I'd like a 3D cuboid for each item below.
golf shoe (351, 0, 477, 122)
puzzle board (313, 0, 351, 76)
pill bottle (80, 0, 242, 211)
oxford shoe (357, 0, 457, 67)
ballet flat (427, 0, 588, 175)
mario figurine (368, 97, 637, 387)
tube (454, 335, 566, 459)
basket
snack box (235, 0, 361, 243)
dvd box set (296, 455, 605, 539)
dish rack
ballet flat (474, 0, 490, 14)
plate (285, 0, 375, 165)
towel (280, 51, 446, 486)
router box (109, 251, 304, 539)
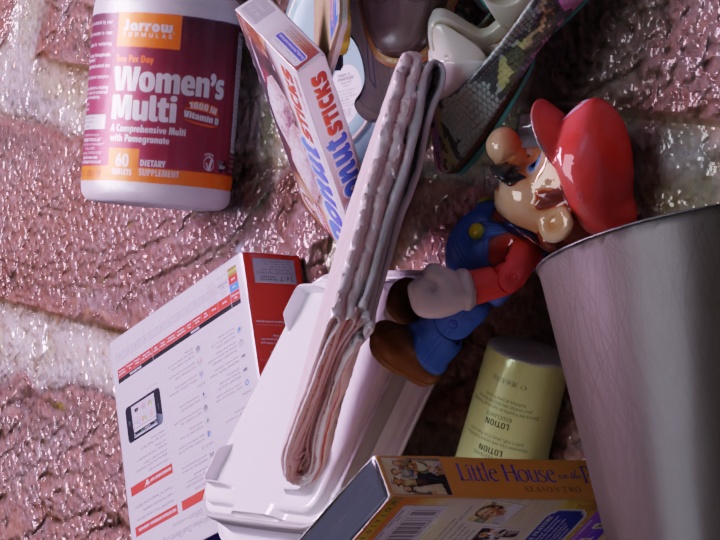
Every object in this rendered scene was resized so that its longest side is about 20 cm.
[{"bbox_3d":[0.014,-0.188,1.542,0.097,0.078,0.200,-22,67,37],"label":"golf shoe"},{"bbox_3d":[-0.014,-0.222,1.492,0.151,0.017,0.201,118,152,-76],"label":"puzzle board"},{"bbox_3d":[-0.140,-0.146,1.753,0.109,0.109,0.201,3,89,56],"label":"pill bottle"},{"bbox_3d":[0.021,-0.222,1.454,0.071,0.073,0.201,-1,83,18],"label":"oxford shoe"},{"bbox_3d":[0.085,-0.148,1.419,0.200,0.071,0.069,-52,22,22],"label":"ballet flat"},{"bbox_3d":[0.073,-0.032,1.410,0.200,0.106,0.124,-47,45,28],"label":"mario figurine"},{"bbox_3d":[0.077,0.140,1.452,0.058,0.052,0.200,-136,56,-61],"label":"tube"},{"bbox_3d":[0.179,0.081,1.242,0.180,0.136,0.201,-26,69,56],"label":"basket"},{"bbox_3d":[-0.029,-0.086,1.542,0.072,0.024,0.200,46,165,36],"label":"snack box"},{"bbox_3d":[0.058,0.154,1.345,0.146,0.200,0.029,-53,46,40],"label":"dvd box set"},{"bbox_3d":[-0.024,0.080,1.538,0.171,0.044,0.200,-1,58,55],"label":"dish rack"},{"bbox_3d":[0.100,-0.252,1.456,0.073,0.073,0.200,34,123,52],"label":"ballet flat"},{"bbox_3d":[-0.009,-0.145,1.634,0.200,0.026,0.201,-11,76,54],"label":"plate"},{"bbox_3d":[0.000,0.000,1.424,0.191,0.032,0.200,110,176,-56],"label":"towel"},{"bbox_3d":[-0.102,0.105,1.721,0.200,0.049,0.180,-31,61,50],"label":"router box"}]
